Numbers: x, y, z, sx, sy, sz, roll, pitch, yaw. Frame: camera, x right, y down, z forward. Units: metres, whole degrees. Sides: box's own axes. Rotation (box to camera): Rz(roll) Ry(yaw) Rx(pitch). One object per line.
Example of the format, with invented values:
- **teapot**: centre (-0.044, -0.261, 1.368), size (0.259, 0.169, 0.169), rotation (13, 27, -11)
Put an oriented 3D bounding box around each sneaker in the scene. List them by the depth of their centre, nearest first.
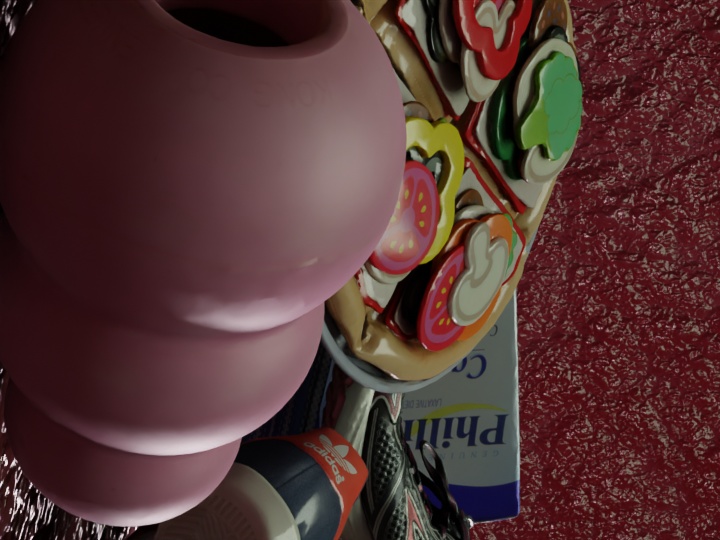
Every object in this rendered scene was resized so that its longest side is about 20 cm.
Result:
- **sneaker**: centre (-0.059, 0.130, 0.866), size (0.084, 0.075, 0.200), rotation (-31, 170, -43)
- **sneaker**: centre (0.018, 0.115, 0.991), size (0.081, 0.075, 0.200), rotation (-81, 169, -68)

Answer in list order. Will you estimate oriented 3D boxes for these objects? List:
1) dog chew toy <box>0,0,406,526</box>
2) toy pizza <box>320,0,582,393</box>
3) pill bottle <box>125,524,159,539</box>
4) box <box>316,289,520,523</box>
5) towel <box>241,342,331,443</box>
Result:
- **dog chew toy**: centre (-0.061, -0.001, 0.645), size (0.125, 0.124, 0.200), rotation (-74, -178, -54)
- **toy pizza**: centre (0.039, -0.049, 0.795), size (0.200, 0.032, 0.201), rotation (-29, 126, -52)
- **pill bottle**: centre (-0.071, 0.166, 1.035), size (0.200, 0.112, 0.112), rotation (-44, 146, -85)
- **box**: centre (0.005, 0.029, 1.139), size (0.184, 0.105, 0.200), rotation (-172, -100, -73)
- **towel**: centre (-0.054, 0.029, 1.067), size (0.200, 0.024, 0.145), rotation (-142, -117, -68)
